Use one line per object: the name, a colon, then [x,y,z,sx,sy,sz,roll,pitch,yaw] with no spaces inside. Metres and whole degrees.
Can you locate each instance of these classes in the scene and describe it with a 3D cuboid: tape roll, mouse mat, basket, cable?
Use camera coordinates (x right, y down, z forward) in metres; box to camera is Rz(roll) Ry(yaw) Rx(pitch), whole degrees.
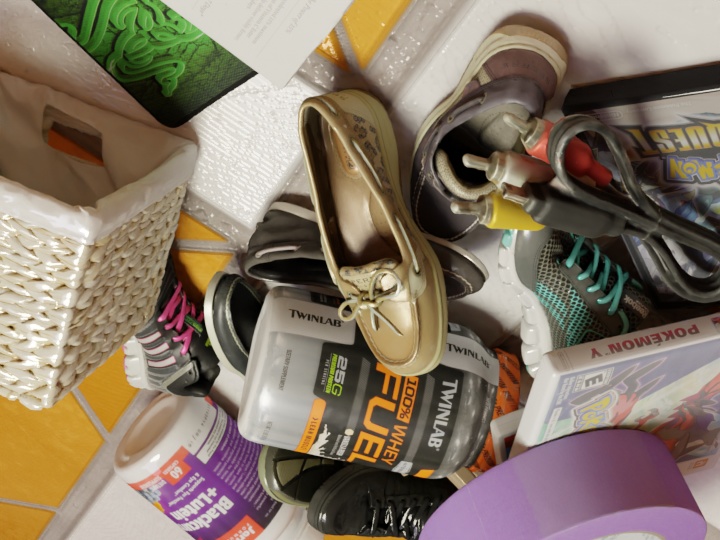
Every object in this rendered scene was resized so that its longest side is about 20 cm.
tape roll: [0.145,0.197,0.961,0.200,0.066,0.200,-14,145,-10]
mouse mat: [-0.135,-0.184,0.907,0.161,0.008,0.200,44,141,-20]
basket: [-0.251,-0.032,0.963,0.198,0.200,0.161,20,114,7]
cable: [0.159,-0.044,0.810,0.200,0.050,0.097,15,124,-24]

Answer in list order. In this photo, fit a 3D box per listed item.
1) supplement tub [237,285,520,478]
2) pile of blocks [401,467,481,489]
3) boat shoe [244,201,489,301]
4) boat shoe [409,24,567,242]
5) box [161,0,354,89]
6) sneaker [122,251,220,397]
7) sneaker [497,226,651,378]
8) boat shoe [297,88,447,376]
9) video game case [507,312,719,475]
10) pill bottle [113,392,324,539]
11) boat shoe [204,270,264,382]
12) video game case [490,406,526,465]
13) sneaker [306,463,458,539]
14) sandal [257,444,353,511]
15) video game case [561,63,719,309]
supplement tub: [0.014,0.089,1.018,0.200,0.123,0.123,12,143,-7]
pile of blocks: [0.036,0.133,1.118,0.200,0.082,0.062,22,162,-6]
boat shoe: [0.000,0.000,0.969,0.200,0.057,0.067,14,155,35]
boat shoe: [0.072,-0.074,0.859,0.072,0.065,0.200,27,144,-4]
box: [-0.079,-0.222,0.751,0.200,0.098,0.124,36,139,-10]
sneaker: [-0.158,0.047,1.140,0.087,0.074,0.200,17,144,9]
sneaker: [0.152,0.008,0.901,0.091,0.078,0.200,10,148,26]
boat shoe: [0.001,-0.022,0.889,0.073,0.063,0.200,-18,90,31]
video game case: [0.196,0.103,0.937,0.182,0.023,0.200,-12,143,-15]
pill bottle: [-0.130,0.210,1.277,0.200,0.112,0.111,44,140,-21]
boat shoe: [-0.069,0.070,1.115,0.067,0.072,0.200,-3,138,26]
video game case: [0.177,0.156,1.028,0.143,0.017,0.200,-20,137,-6]
sneaker: [0.058,0.207,1.135,0.104,0.200,0.060,29,112,41]
sandal: [-0.032,0.183,1.175,0.057,0.080,0.201,-12,153,33]
video game case: [0.247,-0.049,0.814,0.200,0.026,0.181,-5,132,35]
